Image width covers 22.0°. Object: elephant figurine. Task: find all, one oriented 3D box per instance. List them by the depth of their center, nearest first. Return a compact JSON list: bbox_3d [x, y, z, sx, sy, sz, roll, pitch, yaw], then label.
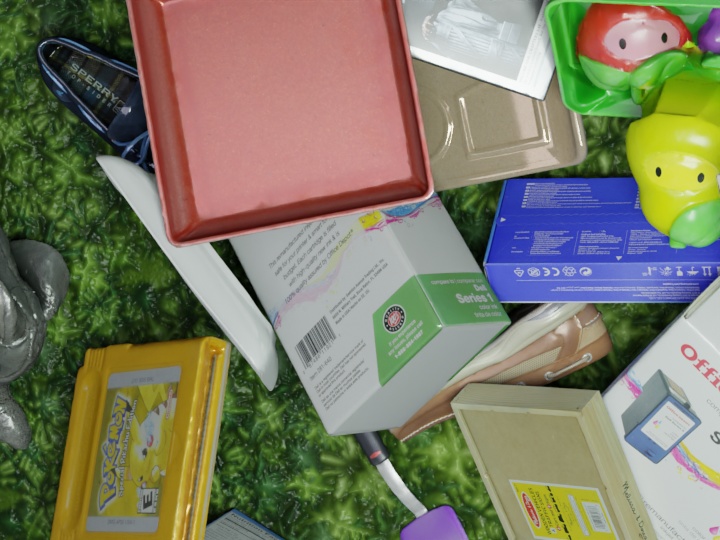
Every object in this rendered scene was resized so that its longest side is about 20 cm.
[{"bbox_3d":[-0.309,0.025,1.538,0.200,0.155,0.142,39,65,-1],"label":"elephant figurine"}]

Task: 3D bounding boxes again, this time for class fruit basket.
[{"bbox_3d":[0.232,-0.128,1.293,0.215,0.156,0.216,-6,58,10],"label":"fruit basket"}]

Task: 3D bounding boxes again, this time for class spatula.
[{"bbox_3d":[0.027,0.166,1.488,0.056,0.021,0.200,-32,86,21],"label":"spatula"}]

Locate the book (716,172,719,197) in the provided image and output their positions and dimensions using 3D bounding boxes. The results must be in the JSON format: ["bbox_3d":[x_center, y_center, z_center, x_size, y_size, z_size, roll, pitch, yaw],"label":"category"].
[{"bbox_3d":[0.329,-0.053,1.253,0.048,0.200,0.134,5,122,52],"label":"book"}]

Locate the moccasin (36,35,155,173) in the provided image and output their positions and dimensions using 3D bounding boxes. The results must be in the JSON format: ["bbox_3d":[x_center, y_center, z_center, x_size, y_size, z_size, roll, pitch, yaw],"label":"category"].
[{"bbox_3d":[-0.183,-0.120,1.484,0.200,0.068,0.081,29,89,11],"label":"moccasin"}]

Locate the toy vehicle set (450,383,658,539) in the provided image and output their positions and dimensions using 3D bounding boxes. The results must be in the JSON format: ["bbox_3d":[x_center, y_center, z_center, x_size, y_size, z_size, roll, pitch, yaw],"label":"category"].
[{"bbox_3d":[0.154,0.175,1.379,0.124,0.027,0.200,1,124,44],"label":"toy vehicle set"}]

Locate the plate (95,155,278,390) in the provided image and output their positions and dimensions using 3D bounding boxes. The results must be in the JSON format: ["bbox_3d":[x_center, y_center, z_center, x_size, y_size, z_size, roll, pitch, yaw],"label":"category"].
[{"bbox_3d":[-0.123,0.000,1.430,0.032,0.200,0.200,-37,83,-4],"label":"plate"}]

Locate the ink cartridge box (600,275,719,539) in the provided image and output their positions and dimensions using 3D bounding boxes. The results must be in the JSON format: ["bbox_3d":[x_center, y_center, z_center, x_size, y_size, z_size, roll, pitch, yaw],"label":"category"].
[{"bbox_3d":[0.252,0.110,1.323,0.145,0.087,0.200,45,140,8],"label":"ink cartridge box"}]

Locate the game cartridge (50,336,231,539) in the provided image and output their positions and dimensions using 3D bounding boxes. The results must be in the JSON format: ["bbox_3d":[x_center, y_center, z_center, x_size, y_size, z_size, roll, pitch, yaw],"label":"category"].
[{"bbox_3d":[-0.179,0.144,1.470,0.200,0.032,0.177,-8,71,51],"label":"game cartridge"}]

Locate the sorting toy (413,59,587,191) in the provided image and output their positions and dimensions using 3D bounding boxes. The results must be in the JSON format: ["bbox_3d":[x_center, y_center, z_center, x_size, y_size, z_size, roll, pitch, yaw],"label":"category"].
[{"bbox_3d":[0.068,-0.157,1.424,0.200,0.036,0.186,-10,95,24],"label":"sorting toy"}]

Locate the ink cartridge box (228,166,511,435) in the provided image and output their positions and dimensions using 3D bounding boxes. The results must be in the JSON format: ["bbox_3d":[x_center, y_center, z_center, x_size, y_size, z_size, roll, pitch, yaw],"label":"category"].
[{"bbox_3d":[0.000,0.000,1.391,0.145,0.084,0.200,-46,61,35],"label":"ink cartridge box"}]

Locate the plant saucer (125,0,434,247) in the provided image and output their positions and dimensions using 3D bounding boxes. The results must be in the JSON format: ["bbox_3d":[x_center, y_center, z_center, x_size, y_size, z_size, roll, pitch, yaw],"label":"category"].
[{"bbox_3d":[-0.056,-0.130,1.328,0.200,0.037,0.200,-10,88,12],"label":"plant saucer"}]

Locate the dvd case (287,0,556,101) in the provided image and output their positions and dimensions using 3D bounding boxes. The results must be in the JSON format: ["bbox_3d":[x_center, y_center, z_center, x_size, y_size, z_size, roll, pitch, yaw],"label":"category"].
[{"bbox_3d":[0.063,-0.225,1.350,0.200,0.025,0.151,18,99,-3],"label":"dvd case"}]

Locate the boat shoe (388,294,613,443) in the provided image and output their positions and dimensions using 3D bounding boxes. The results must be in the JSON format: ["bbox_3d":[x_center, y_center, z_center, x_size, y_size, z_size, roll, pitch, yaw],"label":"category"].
[{"bbox_3d":[0.106,0.085,1.423,0.200,0.076,0.072,-34,97,27],"label":"boat shoe"}]

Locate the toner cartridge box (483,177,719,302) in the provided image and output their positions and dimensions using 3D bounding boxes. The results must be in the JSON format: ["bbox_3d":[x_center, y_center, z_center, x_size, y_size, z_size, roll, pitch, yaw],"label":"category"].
[{"bbox_3d":[0.198,-0.023,1.363,0.200,0.095,0.043,0,134,19],"label":"toner cartridge box"}]

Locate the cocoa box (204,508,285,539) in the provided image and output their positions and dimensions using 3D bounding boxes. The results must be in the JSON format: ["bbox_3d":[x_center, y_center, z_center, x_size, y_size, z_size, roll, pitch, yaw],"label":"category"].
[{"bbox_3d":[-0.113,0.319,1.497,0.133,0.131,0.200,29,106,13],"label":"cocoa box"}]
